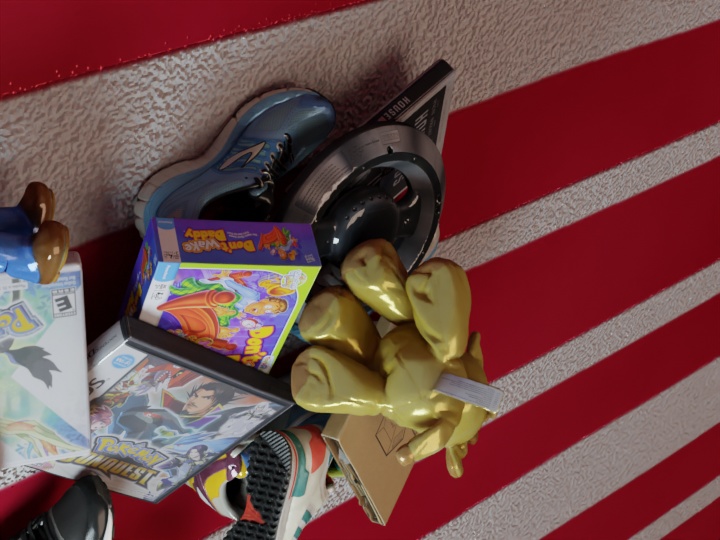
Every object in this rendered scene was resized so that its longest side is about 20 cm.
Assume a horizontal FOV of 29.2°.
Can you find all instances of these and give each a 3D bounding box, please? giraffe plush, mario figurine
[{"bbox_3d":[0.055,0.089,1.190,0.173,0.199,0.162,-52,153,-4],"label":"giraffe plush"},{"bbox_3d":[-0.295,-0.041,0.917,0.198,0.123,0.107,1,87,-30],"label":"mario figurine"}]

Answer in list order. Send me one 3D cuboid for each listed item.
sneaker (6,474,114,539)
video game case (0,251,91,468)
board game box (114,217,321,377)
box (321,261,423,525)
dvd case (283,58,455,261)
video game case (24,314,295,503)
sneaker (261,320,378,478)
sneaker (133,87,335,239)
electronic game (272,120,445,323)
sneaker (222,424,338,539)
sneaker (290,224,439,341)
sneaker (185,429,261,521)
[{"bbox_3d":[-0.284,0.257,1.178,0.087,0.076,0.201,13,119,-43],"label":"sneaker"},{"bbox_3d":[-0.302,0.078,1.021,0.198,0.022,0.184,-8,125,-18],"label":"video game case"},{"bbox_3d":[-0.127,0.039,1.137,0.133,0.045,0.201,1,142,-23],"label":"board game box"},{"bbox_3d":[0.035,0.117,1.317,0.201,0.021,0.164,-62,148,-28],"label":"box"},{"bbox_3d":[0.007,-0.090,1.272,0.200,0.025,0.151,-41,162,-20],"label":"dvd case"},{"bbox_3d":[-0.184,0.124,1.162,0.180,0.026,0.199,-37,140,22],"label":"video game case"},{"bbox_3d":[-0.006,0.137,1.379,0.199,0.130,0.080,-35,138,-28],"label":"sneaker"},{"bbox_3d":[-0.089,-0.074,1.157,0.200,0.090,0.079,-42,140,-20],"label":"sneaker"},{"bbox_3d":[-0.002,-0.038,1.211,0.199,0.042,0.202,-28,137,-29],"label":"electronic game"},{"bbox_3d":[-0.066,0.227,1.281,0.093,0.070,0.202,-11,127,-41],"label":"sneaker"},{"bbox_3d":[0.000,0.000,1.322,0.200,0.076,0.081,-37,154,-39],"label":"sneaker"},{"bbox_3d":[-0.118,0.141,1.287,0.074,0.090,0.202,-24,133,-36],"label":"sneaker"}]
